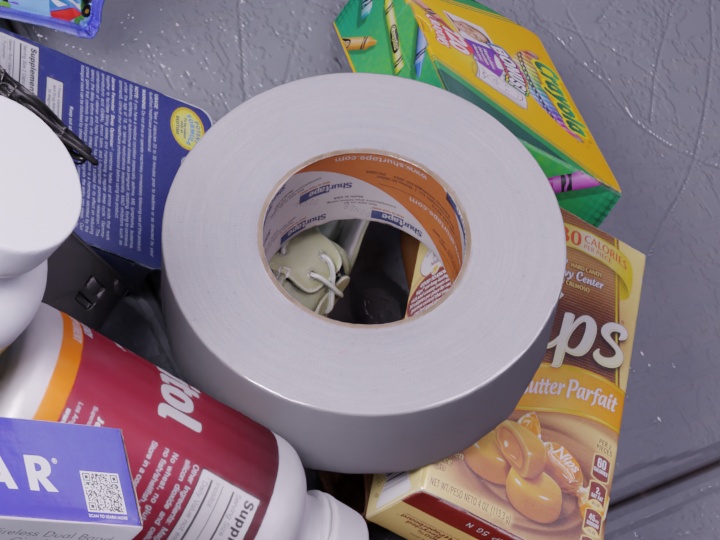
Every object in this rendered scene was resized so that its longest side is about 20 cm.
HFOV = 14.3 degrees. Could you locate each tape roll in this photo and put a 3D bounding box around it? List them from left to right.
[{"bbox_3d":[0.000,0.000,1.432,0.200,0.066,0.200,2,59,-4],"label":"tape roll"}]

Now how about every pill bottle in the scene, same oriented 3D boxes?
[{"bbox_3d":[-0.209,0.007,1.265,0.112,0.200,0.112,23,47,-27],"label":"pill bottle"},{"bbox_3d":[-0.100,0.107,1.355,0.200,0.113,0.113,31,44,-22],"label":"pill bottle"}]

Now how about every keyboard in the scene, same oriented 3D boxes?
[{"bbox_3d":[-0.192,-0.045,1.411,0.200,0.021,0.127,44,69,-21],"label":"keyboard"}]

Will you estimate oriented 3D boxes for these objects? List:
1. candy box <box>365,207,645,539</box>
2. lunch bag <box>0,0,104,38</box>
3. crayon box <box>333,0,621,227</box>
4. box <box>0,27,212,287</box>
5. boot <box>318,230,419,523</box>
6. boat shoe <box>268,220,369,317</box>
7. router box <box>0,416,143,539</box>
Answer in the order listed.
[{"bbox_3d":[0.079,0.059,1.500,0.115,0.055,0.200,28,56,-24],"label":"candy box"},{"bbox_3d":[-0.236,-0.207,1.488,0.200,0.094,0.151,0,45,-29],"label":"lunch bag"},{"bbox_3d":[0.064,-0.095,1.640,0.119,0.058,0.200,26,22,-26],"label":"crayon box"},{"bbox_3d":[-0.168,-0.063,1.483,0.200,0.032,0.121,21,49,-27],"label":"box"},{"bbox_3d":[0.027,0.046,1.548,0.155,0.074,0.200,-3,60,-39],"label":"boot"},{"bbox_3d":[-0.038,-0.002,1.513,0.200,0.062,0.072,-75,151,-45],"label":"boat shoe"},{"bbox_3d":[-0.222,0.119,1.185,0.200,0.179,0.049,8,55,-37],"label":"router box"}]
